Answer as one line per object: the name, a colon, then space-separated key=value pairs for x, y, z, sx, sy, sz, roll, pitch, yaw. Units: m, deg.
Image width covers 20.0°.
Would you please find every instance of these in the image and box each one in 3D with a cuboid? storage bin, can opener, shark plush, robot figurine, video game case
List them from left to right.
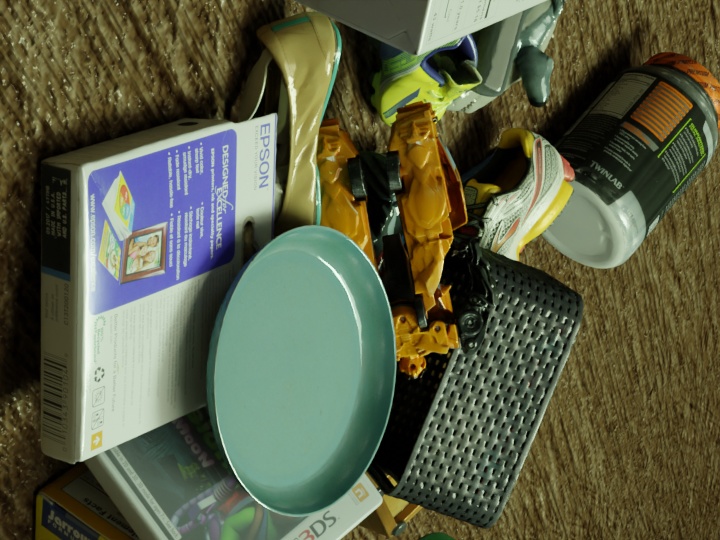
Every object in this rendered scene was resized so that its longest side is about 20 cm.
video game case: x=-0.098 y=0.129 z=1.429 sx=0.182 sy=0.201 sz=0.023 roll=-35 pitch=178 yaw=-43
robot figurine: x=0.024 y=-0.018 z=1.511 sx=0.058 sy=0.144 sz=0.202 roll=-80 pitch=160 yaw=-73
storage bin: x=0.085 y=0.087 z=1.626 sx=0.201 sy=0.093 sz=0.135 roll=-69 pitch=-162 yaw=6
can opener: x=0.105 y=-0.237 z=1.580 sx=0.066 sy=0.053 sz=0.202 roll=6 pitch=102 yaw=-23
shark plush: x=0.124 y=-0.216 z=1.632 sx=0.083 sy=0.091 sz=0.201 roll=14 pitch=111 yaw=-32

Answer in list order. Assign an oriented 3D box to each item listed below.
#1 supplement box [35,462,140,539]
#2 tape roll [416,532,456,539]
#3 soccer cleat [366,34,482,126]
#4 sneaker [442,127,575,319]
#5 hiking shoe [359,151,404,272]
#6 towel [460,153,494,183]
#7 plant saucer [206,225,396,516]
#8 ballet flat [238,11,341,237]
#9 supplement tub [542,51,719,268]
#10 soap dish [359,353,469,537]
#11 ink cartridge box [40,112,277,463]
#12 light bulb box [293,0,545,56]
supplement box: x=-0.132 y=0.177 z=1.492 sx=0.200 sy=0.108 sz=0.110 roll=-35 pitch=144 yaw=-43
tape roll: x=0.038 y=0.315 z=1.679 sx=0.200 sy=0.048 sz=0.201 roll=-43 pitch=148 yaw=-35
soccer cleat: x=0.052 y=-0.145 z=1.527 sx=0.065 sy=0.083 sz=0.200 roll=-57 pitch=165 yaw=-16
sneaker: x=0.099 y=-0.034 z=1.724 sx=0.082 sy=0.078 sz=0.201 roll=46 pitch=69 yaw=-42
hiking shoe: x=0.000 y=0.000 z=1.603 sx=0.087 sy=0.074 sz=0.201 roll=-18 pitch=135 yaw=-63
towel: x=0.083 y=0.001 z=1.818 sx=0.147 sy=0.024 sz=0.201 roll=-36 pitch=145 yaw=-44
plant saucer: x=-0.044 y=0.069 z=1.417 sx=0.199 sy=0.027 sz=0.202 roll=-7 pitch=98 yaw=-52
ballet flat: x=-0.059 y=-0.091 z=1.434 sx=0.063 sy=0.069 sz=0.201 roll=-9 pitch=126 yaw=-25
supplement tub: x=0.253 y=-0.108 z=1.913 sx=0.200 sy=0.122 sz=0.123 roll=-46 pitch=151 yaw=-28
soap dish: x=0.051 y=0.135 z=1.779 sx=0.200 sy=0.081 sz=0.158 roll=-43 pitch=156 yaw=-10
ink cartridge box: x=-0.131 y=0.004 z=1.347 sx=0.199 sy=0.043 sz=0.200 roll=-21 pitch=119 yaw=-51
light bulb box: x=0.063 y=-0.275 z=1.382 sx=0.200 sy=0.124 sz=0.199 roll=-29 pitch=139 yaw=-51
